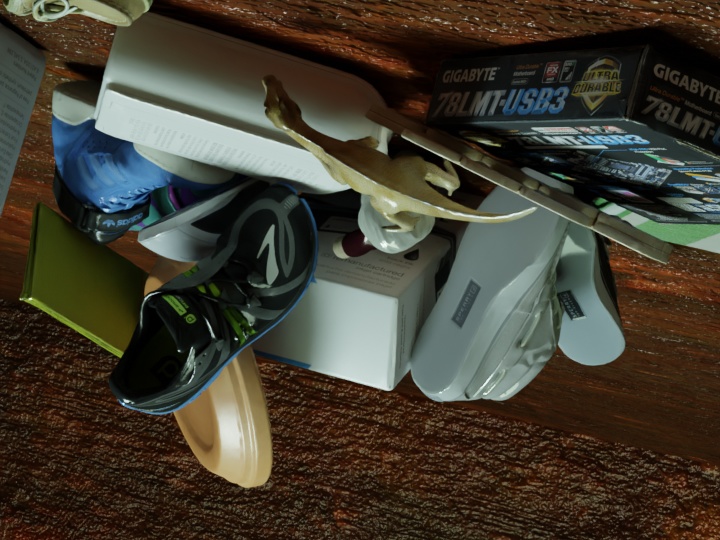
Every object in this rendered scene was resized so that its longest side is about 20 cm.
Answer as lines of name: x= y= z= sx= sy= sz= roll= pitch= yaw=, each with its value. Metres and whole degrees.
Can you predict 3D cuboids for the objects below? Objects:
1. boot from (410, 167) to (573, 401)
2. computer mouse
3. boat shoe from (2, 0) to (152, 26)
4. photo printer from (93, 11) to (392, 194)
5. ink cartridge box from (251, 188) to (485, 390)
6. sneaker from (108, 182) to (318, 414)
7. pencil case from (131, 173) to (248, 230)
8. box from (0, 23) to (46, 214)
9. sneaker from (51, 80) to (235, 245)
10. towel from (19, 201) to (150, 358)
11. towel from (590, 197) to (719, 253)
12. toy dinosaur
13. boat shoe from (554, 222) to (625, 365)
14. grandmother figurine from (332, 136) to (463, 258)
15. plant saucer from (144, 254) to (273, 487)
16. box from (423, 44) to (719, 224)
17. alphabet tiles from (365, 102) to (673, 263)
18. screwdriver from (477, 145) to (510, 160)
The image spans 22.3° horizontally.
boot: x=0.118 y=0.012 z=1.362 sx=0.095 sy=0.200 sz=0.074 roll=7 pitch=-148 yaw=-44
computer mouse: x=-0.085 y=-0.045 z=1.368 sx=0.109 sy=0.044 sz=0.200 roll=-15 pitch=-169 yaw=45
boat shoe: x=-0.221 y=-0.177 z=1.072 sx=0.200 sy=0.063 sz=0.073 roll=19 pitch=171 yaw=-21
photo printer: x=-0.078 y=-0.108 z=1.244 sx=0.199 sy=0.070 sz=0.166 roll=16 pitch=172 yaw=-8
ink cartridge box: x=0.000 y=0.000 z=1.442 sx=0.144 sy=0.085 sz=0.200 roll=13 pitch=-152 yaw=19
sneaker: x=-0.102 y=0.025 z=1.278 sx=0.071 sy=0.200 sz=0.083 roll=45 pitch=-168 yaw=14
pencil case: x=-0.162 y=-0.076 z=1.567 sx=0.200 sy=0.092 sz=0.085 roll=3 pitch=121 yaw=61
box: x=-0.373 y=-0.123 z=1.335 sx=0.198 sy=0.172 sz=0.200 roll=13 pitch=171 yaw=20
sneaker: x=-0.169 y=-0.068 z=1.399 sx=0.199 sy=0.112 sz=0.077 roll=24 pitch=-154 yaw=38
towel: x=-0.199 y=0.025 z=1.461 sx=0.018 sy=0.086 sz=0.200 roll=-16 pitch=148 yaw=27
towel: x=0.267 y=-0.028 z=1.280 sx=0.199 sy=0.024 sz=0.153 roll=12 pitch=174 yaw=-3
toy dinosaur: x=0.021 y=-0.052 z=1.117 sx=0.199 sy=0.058 sz=0.101 roll=28 pitch=-176 yaw=21
boat shoe: x=0.162 y=-0.012 z=1.424 sx=0.073 sy=0.068 sz=0.200 roll=-16 pitch=134 yaw=22
grandmother figurine: x=0.030 y=-0.048 z=1.292 sx=0.060 sy=0.122 sz=0.200 roll=34 pitch=-170 yaw=-3
plant saucer: x=-0.122 y=0.075 z=1.410 sx=0.037 sy=0.201 sz=0.200 roll=-17 pitch=-178 yaw=-18
box: x=0.171 y=-0.075 z=1.072 sx=0.198 sy=0.050 sz=0.200 roll=21 pitch=172 yaw=-30
alphabet tiles: x=0.100 y=-0.055 z=1.143 sx=0.199 sy=0.015 sz=0.196 roll=27 pitch=-175 yaw=16
screwdriver: x=0.126 y=-0.072 z=1.256 sx=0.028 sy=0.029 sz=0.200 roll=10 pitch=169 yaw=36
